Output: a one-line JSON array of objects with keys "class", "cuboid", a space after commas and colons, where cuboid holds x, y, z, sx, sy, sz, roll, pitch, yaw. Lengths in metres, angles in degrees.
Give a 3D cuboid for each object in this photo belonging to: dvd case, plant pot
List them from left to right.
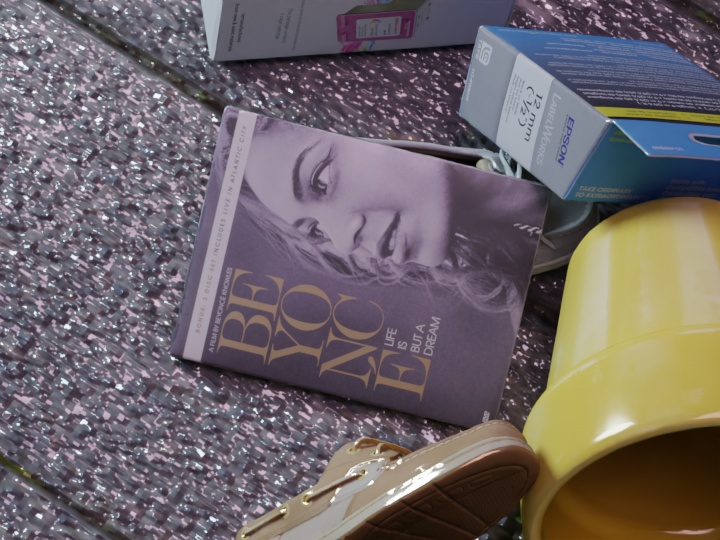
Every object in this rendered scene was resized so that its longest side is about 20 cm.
[{"class": "dvd case", "cuboid": [0.000, 0.000, 1.148, 0.198, 0.016, 0.150, 14, 93, -2]}, {"class": "plant pot", "cuboid": [0.185, 0.071, 1.097, 0.198, 0.202, 0.190, 6, 46, -6]}]

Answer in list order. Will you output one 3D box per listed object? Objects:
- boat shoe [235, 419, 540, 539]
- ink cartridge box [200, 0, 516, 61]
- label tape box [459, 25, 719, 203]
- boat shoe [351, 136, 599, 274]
[{"class": "boat shoe", "cuboid": [0.004, 0.125, 1.048, 0.199, 0.074, 0.070, -33, 50, 22]}, {"class": "ink cartridge box", "cuboid": [-0.006, -0.221, 1.262, 0.198, 0.085, 0.146, -5, 64, -13]}, {"class": "label tape box", "cuboid": [0.167, -0.078, 1.155, 0.142, 0.067, 0.200, 2, 27, -28]}, {"class": "boat shoe", "cuboid": [0.051, -0.045, 1.192, 0.200, 0.065, 0.075, 9, 62, -5]}]
